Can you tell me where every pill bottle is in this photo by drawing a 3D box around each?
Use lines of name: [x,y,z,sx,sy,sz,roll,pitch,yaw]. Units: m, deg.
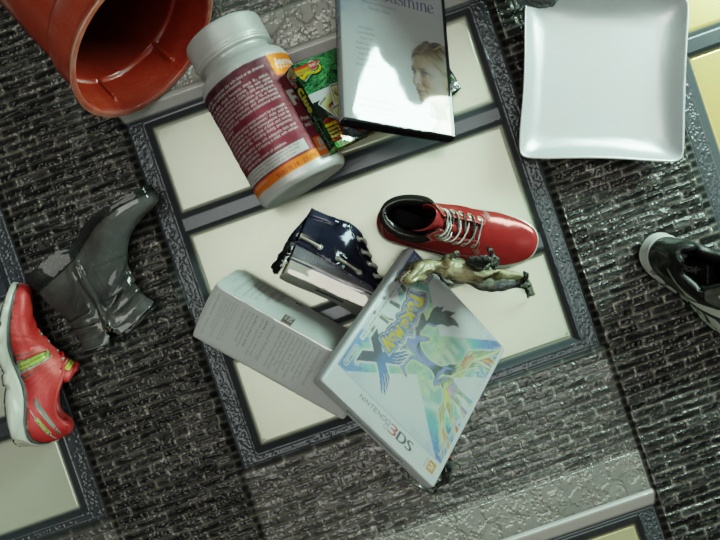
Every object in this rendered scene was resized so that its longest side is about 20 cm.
pill bottle: [-0.112,-0.186,0.764,0.114,0.114,0.201,-29,91,1]

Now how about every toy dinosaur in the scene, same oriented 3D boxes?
toy dinosaur: [0.143,0.005,0.741,0.198,0.088,0.048,10,83,-24]

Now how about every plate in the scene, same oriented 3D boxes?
plate: [0.292,-0.233,0.798,0.198,0.032,0.202,2,90,1]

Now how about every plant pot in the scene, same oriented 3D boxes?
plant pot: [-0.306,-0.315,0.735,0.195,0.201,0.201,41,92,8]

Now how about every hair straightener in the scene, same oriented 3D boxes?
hair straightener: [0.070,0.182,0.812,0.076,0.041,0.202,-8,95,1]

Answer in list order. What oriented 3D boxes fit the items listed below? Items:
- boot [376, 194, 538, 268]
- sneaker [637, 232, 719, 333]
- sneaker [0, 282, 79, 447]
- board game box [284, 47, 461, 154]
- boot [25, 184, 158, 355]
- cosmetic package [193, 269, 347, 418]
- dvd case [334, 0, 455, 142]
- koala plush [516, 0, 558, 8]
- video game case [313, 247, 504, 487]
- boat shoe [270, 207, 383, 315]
boot: [0.117,-0.044,0.749,0.198,0.144,0.073,9,90,-1]
sneaker: [0.427,0.026,0.772,0.199,0.091,0.067,36,92,0]
sneaker: [-0.393,0.112,0.807,0.084,0.077,0.202,-8,92,-19]
board game box: [0.020,-0.220,0.762,0.199,0.023,0.105,-32,90,-28]
boot: [-0.293,0.000,0.803,0.200,0.070,0.132,-40,97,9]
cosmetic package: [-0.084,0.082,0.772,0.199,0.102,0.074,27,102,-1]
dvd case: [0.040,-0.251,0.756,0.141,0.018,0.202,4,74,-23]
koala plush: [0.133,-0.388,0.725,0.198,0.177,0.186,3,91,4]
video game case: [0.065,0.106,0.742,0.182,0.022,0.200,46,58,-16]
boat shoe: [0.000,0.000,0.790,0.199,0.075,0.093,26,75,-10]
